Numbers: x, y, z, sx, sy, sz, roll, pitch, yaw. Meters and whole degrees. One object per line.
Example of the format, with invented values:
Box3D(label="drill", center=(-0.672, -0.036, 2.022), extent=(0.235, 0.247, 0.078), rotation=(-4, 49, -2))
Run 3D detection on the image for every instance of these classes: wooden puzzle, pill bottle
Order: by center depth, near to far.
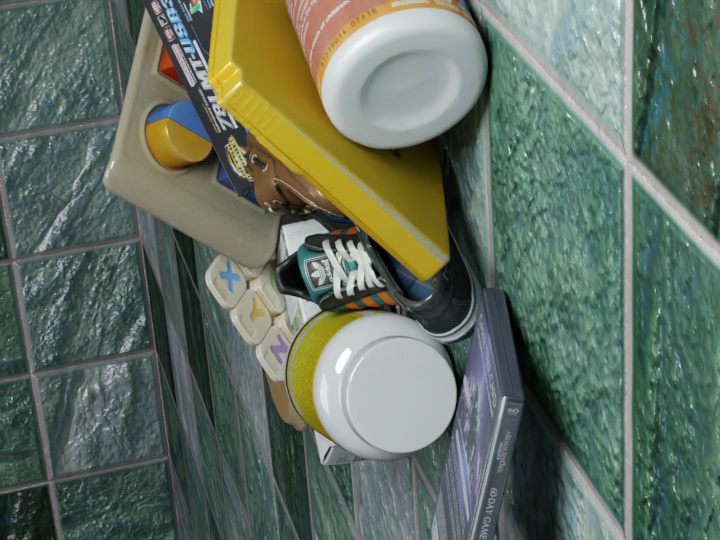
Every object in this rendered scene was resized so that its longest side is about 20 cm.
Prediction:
Box3D(label="pill bottle", center=(0.005, -0.186, 1.307), extent=(0.113, 0.111, 0.201), rotation=(93, 162, -48))
Box3D(label="pill bottle", center=(0.010, 0.087, 1.526), extent=(0.200, 0.111, 0.114), rotation=(-168, 68, -78))
Box3D(label="wooden puzzle", center=(-0.117, -0.128, 1.659), extent=(0.046, 0.185, 0.202), rotation=(-8, 61, 45))

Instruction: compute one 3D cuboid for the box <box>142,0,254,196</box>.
Box3D(label="box", center=(-0.073, -0.177, 1.541), extent=(0.198, 0.050, 0.201), rotation=(-22, 95, 53))

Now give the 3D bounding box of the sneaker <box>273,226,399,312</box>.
Box3D(label="sneaker", center=(0.000, 0.000, 1.507), extent=(0.200, 0.079, 0.072), rotation=(-16, 85, 63))

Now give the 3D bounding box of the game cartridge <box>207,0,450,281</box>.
Box3D(label="game cartridge", center=(-0.021, -0.102, 1.316), extent=(0.200, 0.032, 0.177), rotation=(39, -156, -22))

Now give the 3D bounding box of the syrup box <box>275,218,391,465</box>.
Box3D(label="syrup box", center=(-0.013, 0.059, 1.691), extent=(0.079, 0.081, 0.202), rotation=(109, 148, -70))

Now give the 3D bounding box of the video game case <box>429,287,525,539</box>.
Box3D(label="video game case", center=(0.075, 0.133, 1.300), extent=(0.143, 0.019, 0.202), rotation=(-94, 14, -63))

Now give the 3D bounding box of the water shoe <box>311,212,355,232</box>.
Box3D(label="water shoe", center=(0.002, -0.067, 1.590), extent=(0.079, 0.072, 0.200), rotation=(48, 169, -16))

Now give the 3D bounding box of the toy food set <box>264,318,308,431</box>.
Box3D(label="toy food set", center=(-0.074, 0.075, 2.081), extent=(0.200, 0.048, 0.200), rotation=(-149, 49, -74))

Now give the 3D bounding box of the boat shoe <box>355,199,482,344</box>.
Box3D(label="boat shoe", center=(0.030, -0.032, 1.402), extent=(0.057, 0.068, 0.201), rotation=(39, -164, -47))

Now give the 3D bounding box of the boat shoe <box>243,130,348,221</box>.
Box3D(label="boat shoe", center=(-0.038, -0.067, 1.417), extent=(0.068, 0.071, 0.200), rotation=(-63, 20, 13))

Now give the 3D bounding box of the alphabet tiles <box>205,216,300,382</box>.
Box3D(label="alphabet tiles", center=(-0.071, 0.004, 1.759), extent=(0.201, 0.015, 0.196), rotation=(56, -150, -16))
